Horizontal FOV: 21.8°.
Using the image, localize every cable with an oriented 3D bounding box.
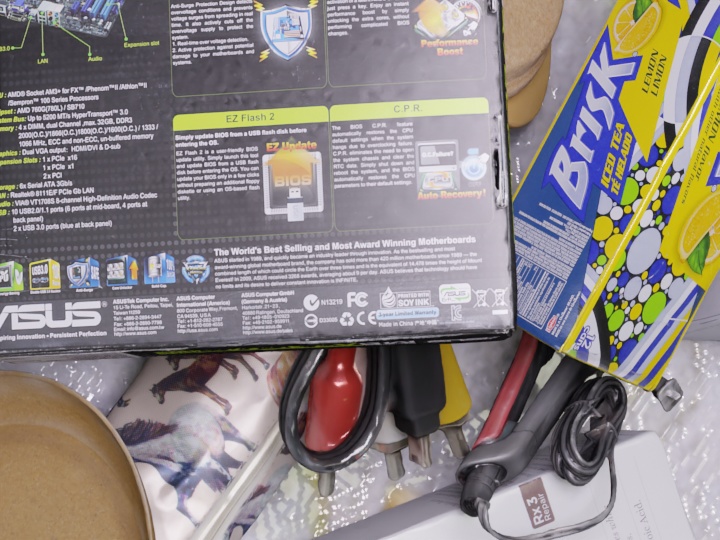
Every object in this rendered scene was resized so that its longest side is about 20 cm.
[{"bbox_3d":[0.000,0.000,0.750,0.097,0.050,0.200,-14,107,-28],"label":"cable"}]

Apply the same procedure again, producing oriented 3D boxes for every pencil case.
[{"bbox_3d":[-0.070,0.084,0.790,0.200,0.089,0.078,-55,142,-14],"label":"pencil case"}]

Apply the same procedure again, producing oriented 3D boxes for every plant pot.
[{"bbox_3d":[-0.156,0.138,0.733,0.027,0.200,0.200,38,71,-52],"label":"plant pot"}]

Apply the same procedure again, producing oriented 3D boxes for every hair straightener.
[{"bbox_3d":[0.099,0.044,0.805,0.077,0.041,0.200,11,41,23],"label":"hair straightener"}]

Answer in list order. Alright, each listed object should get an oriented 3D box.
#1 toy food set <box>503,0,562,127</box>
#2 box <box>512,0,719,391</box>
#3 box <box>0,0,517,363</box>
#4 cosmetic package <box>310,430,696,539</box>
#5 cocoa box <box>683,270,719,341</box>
[{"bbox_3d":[0.026,-0.165,0.810,0.200,0.049,0.198,8,71,-52],"label":"toy food set"},{"bbox_3d":[0.126,-0.058,0.754,0.070,0.064,0.200,23,97,-46],"label":"box"},{"bbox_3d":[-0.045,-0.066,0.691,0.200,0.048,0.194,-4,83,6],"label":"box"},{"bbox_3d":[0.047,0.153,0.816,0.200,0.081,0.113,-21,91,-17],"label":"cosmetic package"},{"bbox_3d":[0.219,-0.069,0.858,0.131,0.133,0.200,4,82,-13],"label":"cocoa box"}]
